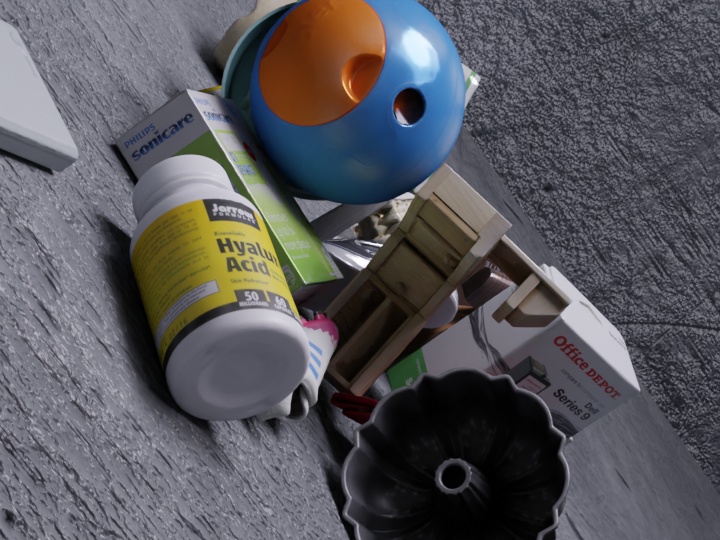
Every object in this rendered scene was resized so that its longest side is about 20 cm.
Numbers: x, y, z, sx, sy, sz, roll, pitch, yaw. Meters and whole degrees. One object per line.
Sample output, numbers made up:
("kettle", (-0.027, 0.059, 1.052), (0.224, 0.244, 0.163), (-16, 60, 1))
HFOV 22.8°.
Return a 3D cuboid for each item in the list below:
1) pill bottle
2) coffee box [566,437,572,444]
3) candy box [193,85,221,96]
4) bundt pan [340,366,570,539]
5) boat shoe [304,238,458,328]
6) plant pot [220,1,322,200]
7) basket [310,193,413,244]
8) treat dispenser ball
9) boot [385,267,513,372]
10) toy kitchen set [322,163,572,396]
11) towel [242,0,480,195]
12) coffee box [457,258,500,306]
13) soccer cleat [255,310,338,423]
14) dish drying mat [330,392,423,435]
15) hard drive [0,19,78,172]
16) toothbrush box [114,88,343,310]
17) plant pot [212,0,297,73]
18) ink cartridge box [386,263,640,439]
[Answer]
("pill bottle", (-0.116, 0.007, 1.375), (0.111, 0.111, 0.201), (43, 18, -48))
("coffee box", (0.144, 0.168, 1.975), (0.080, 0.113, 0.200), (62, 13, 25))
("candy box", (-0.133, -0.148, 1.896), (0.103, 0.026, 0.200), (56, 13, -2))
("bundt pan", (0.088, 0.190, 1.532), (0.203, 0.201, 0.076), (64, 3, 32))
("boat shoe", (0.000, 0.000, 1.751), (0.198, 0.072, 0.068), (11, 35, -8))
("plant pot", (-0.042, -0.159, 1.830), (0.201, 0.199, 0.134), (58, -9, 9))
("basket", (0.016, -0.011, 1.891), (0.124, 0.135, 0.200), (62, 12, 5))
("treat dispenser ball", (-0.002, -0.161, 1.640), (0.201, 0.200, 0.201), (53, 13, -17))
("boot", (0.122, 0.082, 1.821), (0.146, 0.199, 0.071), (40, 32, -28))
("toy kitchen set", (0.066, 0.043, 1.595), (0.163, 0.181, 0.200), (42, -14, 4))
("towel", (0.003, -0.178, 1.759), (0.199, 0.153, 0.023), (27, -12, 4))
("coffee box", (0.156, 0.050, 1.966), (0.114, 0.080, 0.200), (25, -8, 11))
("soccer cleat", (-0.062, 0.086, 1.522), (0.200, 0.069, 0.087), (-9, 82, -74))
("dish drying mat", (0.061, 0.161, 1.664), (0.076, 0.018, 0.199), (4, -21, 47))
("hard drive", (-0.288, -0.150, 1.301), (0.133, 0.026, 0.200), (61, 13, 17))
("toothbrush box", (-0.114, -0.052, 1.592), (0.201, 0.086, 0.146), (57, 11, 6))
("plant pot", (-0.063, -0.224, 2.042), (0.184, 0.200, 0.200), (45, 12, 2))
("ink cartridge box", (0.150, 0.108, 1.745), (0.146, 0.199, 0.084), (39, 24, -36))
